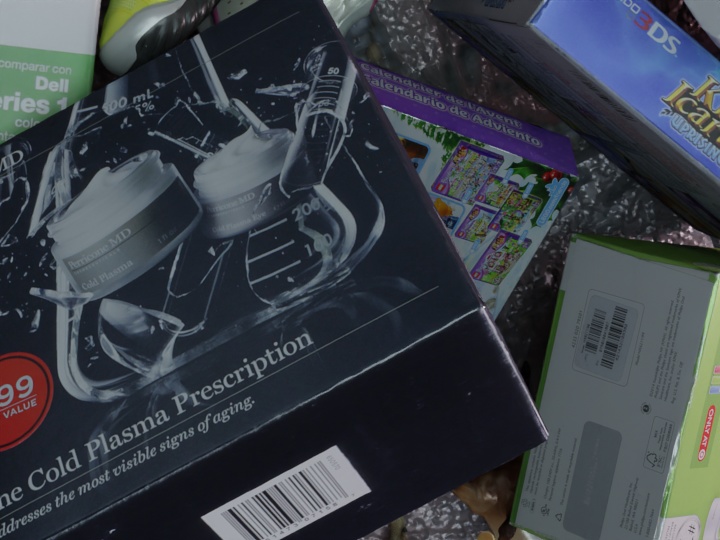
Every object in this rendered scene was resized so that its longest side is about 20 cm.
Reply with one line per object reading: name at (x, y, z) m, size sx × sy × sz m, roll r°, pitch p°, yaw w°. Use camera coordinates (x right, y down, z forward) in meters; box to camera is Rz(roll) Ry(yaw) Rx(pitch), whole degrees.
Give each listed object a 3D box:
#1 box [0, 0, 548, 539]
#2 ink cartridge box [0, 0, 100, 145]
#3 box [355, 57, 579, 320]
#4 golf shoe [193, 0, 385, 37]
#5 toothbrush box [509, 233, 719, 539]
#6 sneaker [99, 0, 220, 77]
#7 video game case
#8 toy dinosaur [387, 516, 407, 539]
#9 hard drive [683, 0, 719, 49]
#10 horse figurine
box at (-0.061, 0.019, 0.612) m, size 0.199 × 0.183 × 0.104 m, roll -29°, pitch 142°, yaw 3°
ink cartridge box at (-0.156, -0.157, 0.699) m, size 0.084 × 0.145 × 0.201 m, roll 5°, pitch 98°, yaw -13°
box at (0.000, 0.000, 0.770) m, size 0.136 × 0.039 × 0.200 m, roll 19°, pitch 123°, yaw -15°
golf shoe at (-0.033, -0.139, 0.768) m, size 0.091 × 0.075 × 0.201 m, roll 19°, pitch 94°, yaw -11°
toothbrush box at (0.177, 0.065, 0.792) m, size 0.199 × 0.086 × 0.146 m, roll 3°, pitch 101°, yaw -48°
sneaker at (-0.084, -0.171, 0.721) m, size 0.076 × 0.075 × 0.201 m, roll 31°, pitch 56°, yaw -19°
video game case at (0.140, -0.078, 0.758) m, size 0.200 × 0.181 × 0.046 m, roll 37°, pitch 92°, yaw -16°
toy dinosaur at (0.009, 0.181, 0.849) m, size 0.199 × 0.058 × 0.102 m, roll 9°, pitch 112°, yaw -7°
hard drive at (0.189, -0.110, 0.749) m, size 0.026 × 0.132 × 0.200 m, roll -37°, pitch 140°, yaw 18°
horse figurine at (0.092, 0.153, 0.802) m, size 0.050 × 0.132 × 0.201 m, roll -29°, pitch 86°, yaw 22°
